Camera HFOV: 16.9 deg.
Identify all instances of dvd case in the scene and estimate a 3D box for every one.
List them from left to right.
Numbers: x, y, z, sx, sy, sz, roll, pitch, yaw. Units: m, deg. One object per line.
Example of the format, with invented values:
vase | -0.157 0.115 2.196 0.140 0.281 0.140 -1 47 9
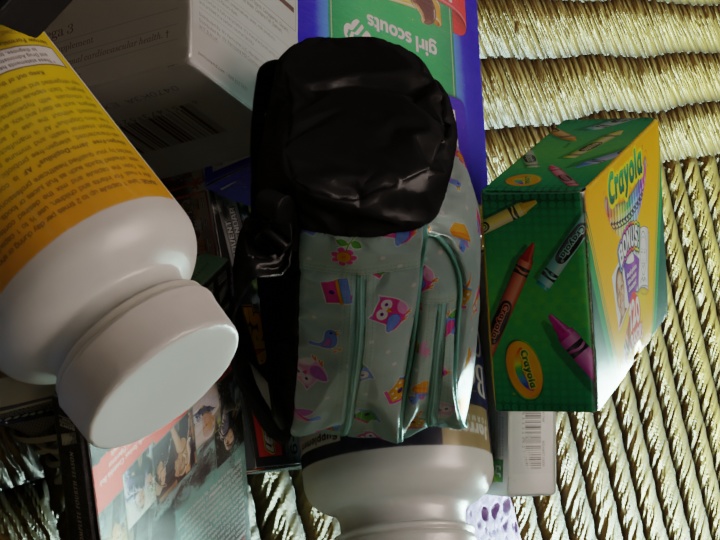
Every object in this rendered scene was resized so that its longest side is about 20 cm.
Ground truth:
dvd case | -0.102 0.112 1.233 0.146 0.022 0.201 -47 141 -49

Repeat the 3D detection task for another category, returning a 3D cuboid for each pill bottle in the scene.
pill bottle | -0.146 -0.020 1.118 0.200 0.113 0.113 51 20 20
pill bottle | 0.019 0.080 1.393 0.111 0.110 0.201 21 61 -59

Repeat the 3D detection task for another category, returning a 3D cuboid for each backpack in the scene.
backpack | 0.000 0.000 1.257 0.167 0.126 0.201 -81 174 -54

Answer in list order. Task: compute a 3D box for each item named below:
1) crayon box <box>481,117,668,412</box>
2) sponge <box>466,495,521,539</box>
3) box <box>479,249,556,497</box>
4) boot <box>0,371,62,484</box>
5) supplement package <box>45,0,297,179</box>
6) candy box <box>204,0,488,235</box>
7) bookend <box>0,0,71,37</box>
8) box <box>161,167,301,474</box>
crayon box | 0.120 -0.008 1.329 0.200 0.058 0.120 -39 127 -67
sponge | 0.054 0.102 1.632 0.111 0.030 0.201 -21 96 -63
box | 0.062 0.062 1.481 0.036 0.200 0.145 2 87 -23
boot | -0.142 0.075 1.221 0.200 0.072 0.091 -15 108 -55
supplement package | -0.110 -0.168 1.338 0.117 0.116 0.201 34 48 -53
candy box | -0.008 -0.125 1.438 0.169 0.077 0.201 20 60 -42
bookend | -0.171 -0.193 1.111 0.200 0.092 0.199 46 7 13
box | -0.059 0.019 1.438 0.137 0.040 0.201 1 77 -62
